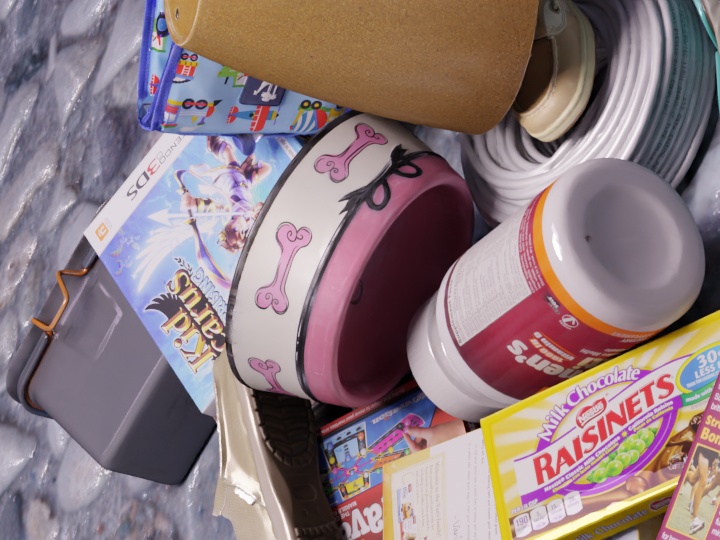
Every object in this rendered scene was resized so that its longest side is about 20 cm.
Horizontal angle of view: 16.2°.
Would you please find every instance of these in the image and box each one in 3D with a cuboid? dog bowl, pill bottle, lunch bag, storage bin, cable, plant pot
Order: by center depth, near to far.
[{"bbox_3d":[0.114,0.018,1.547,0.200,0.109,0.110,-41,39,54],"label":"pill bottle"},{"bbox_3d":[-0.015,-0.179,1.566,0.186,0.200,0.187,180,90,-70],"label":"plant pot"},{"bbox_3d":[0.000,0.000,1.630,0.074,0.200,0.200,26,93,23],"label":"dog bowl"},{"bbox_3d":[0.144,-0.107,1.637,0.200,0.069,0.200,-35,45,39],"label":"cable"},{"bbox_3d":[-0.068,-0.172,1.711,0.094,0.150,0.200,51,136,49],"label":"lunch bag"},{"bbox_3d":[-0.167,0.059,1.940,0.134,0.145,0.200,43,108,45],"label":"storage bin"}]

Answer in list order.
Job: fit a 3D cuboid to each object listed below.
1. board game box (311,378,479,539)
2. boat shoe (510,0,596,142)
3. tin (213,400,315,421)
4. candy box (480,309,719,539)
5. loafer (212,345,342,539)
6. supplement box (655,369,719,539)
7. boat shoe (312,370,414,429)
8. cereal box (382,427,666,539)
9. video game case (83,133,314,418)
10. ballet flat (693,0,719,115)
[{"bbox_3d":[0.001,0.147,1.684,0.200,0.019,0.103,-30,66,33],"label":"board game box"},{"bbox_3d":[0.097,-0.166,1.615,0.073,0.063,0.200,-44,41,31],"label":"boat shoe"},{"bbox_3d":[-0.035,0.051,1.814,0.200,0.042,0.112,-35,29,40],"label":"tin"},{"bbox_3d":[0.165,0.093,1.467,0.200,0.026,0.102,-27,47,22],"label":"candy box"},{"bbox_3d":[-0.067,0.138,1.681,0.068,0.076,0.200,-26,67,28],"label":"loafer"},{"bbox_3d":[0.247,0.112,1.316,0.131,0.103,0.200,20,89,58],"label":"supplement box"},{"bbox_3d":[-0.013,0.113,1.741,0.200,0.057,0.067,-46,38,31],"label":"boat shoe"},{"bbox_3d":[0.099,0.159,1.541,0.200,0.040,0.144,-23,53,35],"label":"cereal box"},{"bbox_3d":[-0.091,-0.024,1.809,0.181,0.045,0.200,-50,52,17],"label":"video game case"},{"bbox_3d":[0.239,-0.141,1.538,0.064,0.067,0.200,-20,51,15],"label":"ballet flat"}]
